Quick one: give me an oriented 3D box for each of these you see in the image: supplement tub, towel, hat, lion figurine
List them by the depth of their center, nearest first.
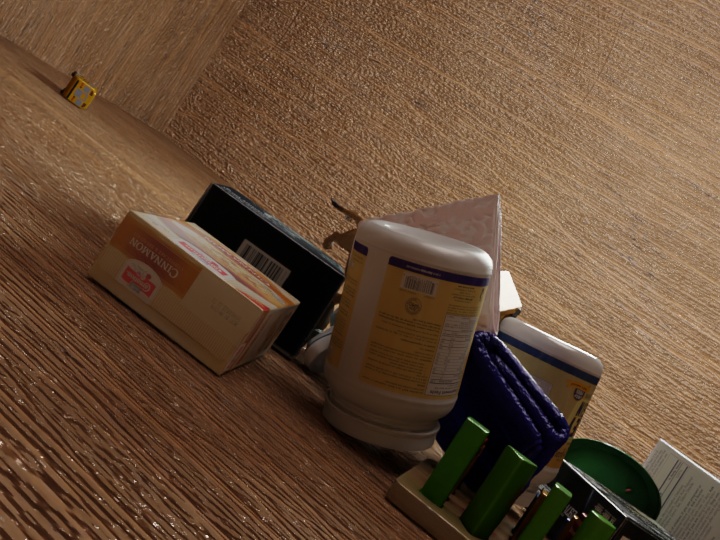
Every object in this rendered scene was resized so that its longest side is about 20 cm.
[{"bbox_3d":[0.043,0.063,0.851,0.143,0.204,0.145,14,8,-2],"label":"supplement tub"},{"bbox_3d":[0.139,0.171,0.915,0.148,0.049,0.201,51,-30,22],"label":"towel"},{"bbox_3d":[0.071,0.007,0.986,0.196,0.194,0.032,-9,-39,27],"label":"towel"},{"bbox_3d":[0.204,0.177,1.057,0.142,0.203,0.144,24,2,-1],"label":"supplement tub"},{"bbox_3d":[0.304,0.351,1.181,0.197,0.168,0.176,25,40,21],"label":"hat"},{"bbox_3d":[0.000,0.000,1.188,0.122,0.071,0.204,16,-59,61],"label":"lion figurine"}]

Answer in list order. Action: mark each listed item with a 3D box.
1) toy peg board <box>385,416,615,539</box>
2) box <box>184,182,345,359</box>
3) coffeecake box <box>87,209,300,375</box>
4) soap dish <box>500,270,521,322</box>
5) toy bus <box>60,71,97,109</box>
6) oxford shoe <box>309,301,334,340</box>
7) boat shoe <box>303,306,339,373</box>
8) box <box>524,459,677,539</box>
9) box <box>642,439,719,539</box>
[{"bbox_3d":[0.146,0.223,0.792,0.199,0.099,0.199,36,3,15],"label":"toy peg board"},{"bbox_3d":[-0.131,-0.006,1.079,0.198,0.125,0.197,35,0,-5],"label":"box"},{"bbox_3d":[-0.154,0.019,0.831,0.152,0.074,0.200,36,3,4],"label":"coffeecake box"},{"bbox_3d":[0.120,0.072,1.095,0.081,0.158,0.199,47,23,21],"label":"soap dish"},{"bbox_3d":[-0.752,-0.483,2.248,0.078,0.066,0.200,34,3,-21],"label":"toy bus"},{"bbox_3d":[-0.124,0.015,1.216,0.198,0.085,0.073,34,4,-5],"label":"oxford shoe"},{"bbox_3d":[-0.010,0.075,1.074,0.198,0.074,0.066,-13,57,-51],"label":"boat shoe"},{"bbox_3d":[0.332,0.348,1.075,0.199,0.087,0.164,35,3,-24],"label":"box"},{"bbox_3d":[0.495,0.395,1.272,0.104,0.186,0.200,31,4,-24],"label":"box"}]
